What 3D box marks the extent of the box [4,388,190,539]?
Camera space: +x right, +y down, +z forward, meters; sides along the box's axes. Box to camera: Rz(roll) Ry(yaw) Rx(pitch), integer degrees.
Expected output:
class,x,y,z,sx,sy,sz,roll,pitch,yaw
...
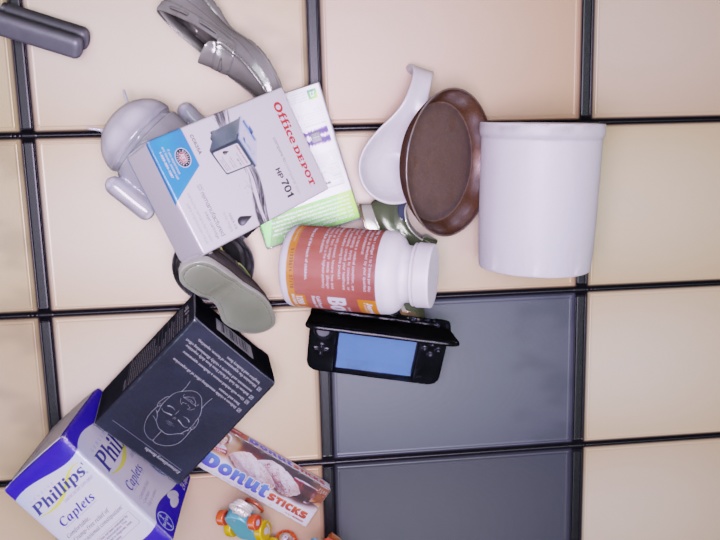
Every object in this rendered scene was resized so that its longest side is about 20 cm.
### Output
class,x,y,z,sx,sy,sz,roll,pitch,yaw
box,-0.347,0.290,1.041,0.105,0.184,0.200,-42,101,3

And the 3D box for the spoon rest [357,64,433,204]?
class,x,y,z,sx,sy,sz,roll,pitch,yaw
spoon rest,0.059,-0.190,1.054,0.099,0.061,0.201,16,87,-7

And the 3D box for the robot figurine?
class,x,y,z,sx,sy,sz,roll,pitch,yaw
robot figurine,-0.260,-0.148,1.015,0.200,0.113,0.170,41,63,-11

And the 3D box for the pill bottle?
class,x,y,z,sx,sy,sz,roll,pitch,yaw
pill bottle,0.000,0.000,1.016,0.199,0.112,0.113,4,100,16

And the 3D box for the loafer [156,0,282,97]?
class,x,y,z,sx,sy,sz,roll,pitch,yaw
loafer,-0.186,-0.290,1.011,0.200,0.070,0.070,45,64,2

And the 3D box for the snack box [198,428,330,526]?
class,x,y,z,sx,sy,sz,roll,pitch,yaw
snack box,-0.147,0.306,1.147,0.199,0.024,0.072,33,96,-11

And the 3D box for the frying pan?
class,x,y,z,sx,sy,sz,roll,pitch,yaw
frying pan,-0.193,-0.041,1.060,0.114,0.031,0.191,16,112,-19

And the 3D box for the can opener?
class,x,y,z,sx,sy,sz,roll,pitch,yaw
can opener,-0.464,-0.314,1.006,0.199,0.053,0.067,16,129,-9

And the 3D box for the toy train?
class,x,y,z,sx,sy,sz,roll,pitch,yaw
toy train,-0.111,0.383,1.123,0.200,0.056,0.150,35,136,-10

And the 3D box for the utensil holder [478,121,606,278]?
class,x,y,z,sx,sy,sz,roll,pitch,yaw
utensil holder,0.244,-0.103,1.052,0.169,0.170,0.201,0,102,-6

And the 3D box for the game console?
class,x,y,z,sx,sy,sz,roll,pitch,yaw
game console,0.022,0.116,1.047,0.199,0.117,0.177,8,127,0

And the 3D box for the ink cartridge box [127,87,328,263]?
class,x,y,z,sx,sy,sz,roll,pitch,yaw
ink cartridge box,-0.161,-0.121,0.948,0.200,0.086,0.147,-32,101,-31

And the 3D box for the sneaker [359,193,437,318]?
class,x,y,z,sx,sy,sz,roll,pitch,yaw
sneaker,0.073,-0.017,1.094,0.089,0.067,0.201,-22,98,3

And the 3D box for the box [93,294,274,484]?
class,x,y,z,sx,sy,sz,roll,pitch,yaw
box,-0.242,0.164,1.061,0.200,0.107,0.148,-46,110,2

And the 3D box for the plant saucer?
class,x,y,z,sx,sy,sz,roll,pitch,yaw
plant saucer,0.114,-0.148,1.048,0.200,0.034,0.202,-14,109,-47

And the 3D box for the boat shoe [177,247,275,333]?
class,x,y,z,sx,sy,sz,roll,pitch,yaw
boat shoe,-0.179,0.021,1.042,0.071,0.061,0.201,-27,142,9

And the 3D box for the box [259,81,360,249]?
class,x,y,z,sx,sy,sz,roll,pitch,yaw
box,-0.096,-0.147,1.073,0.144,0.036,0.201,-18,99,-3
